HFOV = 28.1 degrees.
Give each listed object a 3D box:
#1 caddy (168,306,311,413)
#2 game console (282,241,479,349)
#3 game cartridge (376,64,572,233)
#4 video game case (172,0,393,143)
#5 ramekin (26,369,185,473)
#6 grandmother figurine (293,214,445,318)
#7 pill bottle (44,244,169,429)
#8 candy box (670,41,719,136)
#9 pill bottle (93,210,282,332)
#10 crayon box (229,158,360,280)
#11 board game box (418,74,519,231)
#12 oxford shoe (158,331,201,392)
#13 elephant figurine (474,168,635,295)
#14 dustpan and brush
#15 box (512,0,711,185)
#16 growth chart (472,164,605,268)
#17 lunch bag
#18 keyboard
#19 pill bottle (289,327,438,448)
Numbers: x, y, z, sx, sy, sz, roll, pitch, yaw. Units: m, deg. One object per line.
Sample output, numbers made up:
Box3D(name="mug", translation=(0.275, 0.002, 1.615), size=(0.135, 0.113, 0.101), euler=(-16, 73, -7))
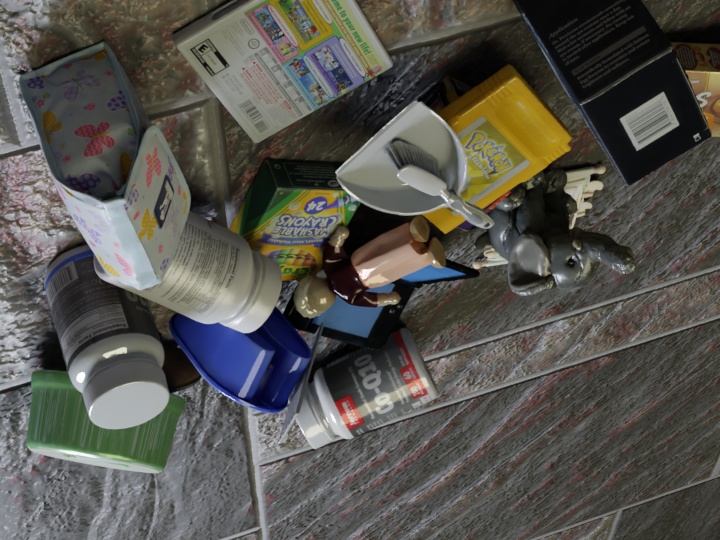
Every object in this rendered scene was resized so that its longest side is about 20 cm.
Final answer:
Box3D(name="caddy", translation=(-0.157, 0.099, 1.818), size=(0.141, 0.200, 0.105), euler=(15, 114, -46))
Box3D(name="game console", translation=(0.028, 0.035, 1.895), size=(0.200, 0.116, 0.176), euler=(19, 103, -46))
Box3D(name="game cartridge", translation=(0.137, -0.138, 1.703), size=(0.200, 0.033, 0.176), euler=(-33, 143, 17))
Box3D(name="video game case", translation=(-0.078, -0.235, 1.542), size=(0.182, 0.022, 0.200), euler=(-29, 146, 7))
Box3D(name="ramekin", translation=(-0.329, 0.196, 1.834), size=(0.199, 0.098, 0.200), euler=(9, 168, 2))
Box3D(name="grandmother figurine", translation=(0.000, 0.000, 1.773), size=(0.199, 0.122, 0.061), euler=(-28, -171, 24))
Box3D(name="pill bottle", translation=(-0.294, 0.077, 1.682), size=(0.113, 0.201, 0.114), euler=(-17, 147, -11))
Box3D(name="candy box", translation=(0.414, -0.224, 1.790), size=(0.199, 0.056, 0.116), euler=(2, 142, -6))
Box3D(name="pill bottle", translation=(-0.197, -0.006, 1.667), size=(0.200, 0.114, 0.113), euler=(27, 124, -32))
Box3D(name="crayon box", translation=(-0.092, -0.048, 1.772), size=(0.125, 0.052, 0.200), euler=(0, 141, -32))
Box3D(name="board game box", translation=(0.120, -0.140, 1.772), size=(0.200, 0.057, 0.165), euler=(18, 128, -46))
Box3D(name="oxford shoe", translation=(-0.275, 0.108, 1.860), size=(0.199, 0.073, 0.084), euler=(13, 130, -44))
Box3D(name="elephant figurine", translation=(0.247, -0.023, 1.852), size=(0.141, 0.201, 0.155), euler=(-23, 150, -6))
Box3D(name="dustpan and brush", translation=(0.086, -0.099, 1.650), size=(0.139, 0.057, 0.200), euler=(-40, 141, 22))
Box3D(name="box", translation=(0.277, -0.234, 1.602), size=(0.117, 0.201, 0.197), euler=(-31, 146, 10))
Box3D(name="growth chart", translation=(0.251, -0.072, 1.987), size=(0.144, 0.018, 0.200), euler=(-6, 143, -27))
Box3D(name="lunch bag", translation=(-0.249, -0.098, 1.463), size=(0.127, 0.201, 0.170), euler=(-21, 147, -4))
Box3D(name="keyboard", translation=(-0.074, 0.140, 1.816), size=(0.011, 0.200, 0.056), euler=(22, 121, -5))
Box3D(name="pill bottle", translation=(0.002, 0.174, 2.090), size=(0.199, 0.114, 0.114), euler=(-26, 147, 3))
